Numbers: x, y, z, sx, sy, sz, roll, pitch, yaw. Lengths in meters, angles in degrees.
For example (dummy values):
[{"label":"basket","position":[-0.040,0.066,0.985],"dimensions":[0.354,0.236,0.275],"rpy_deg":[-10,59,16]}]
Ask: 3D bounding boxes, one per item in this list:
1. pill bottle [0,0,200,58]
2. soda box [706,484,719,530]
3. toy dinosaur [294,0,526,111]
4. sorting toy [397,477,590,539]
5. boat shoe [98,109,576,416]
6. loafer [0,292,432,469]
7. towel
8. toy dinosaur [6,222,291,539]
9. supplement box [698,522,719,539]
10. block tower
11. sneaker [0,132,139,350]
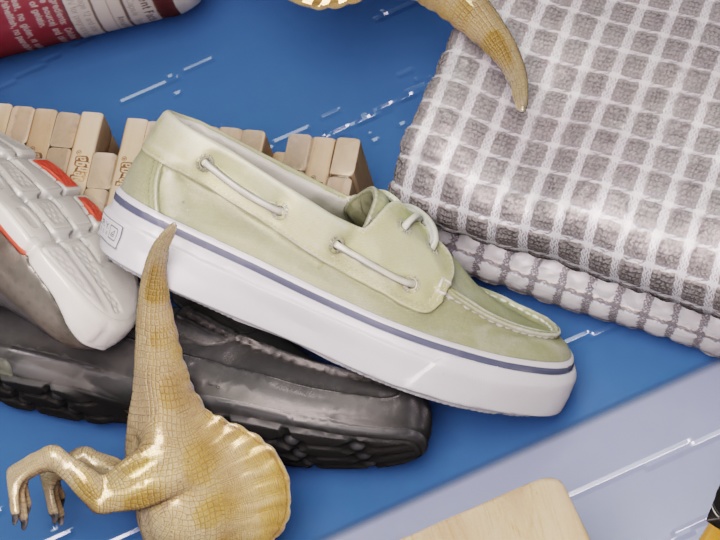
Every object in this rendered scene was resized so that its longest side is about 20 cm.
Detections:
[{"label":"pill bottle","position":[-0.131,-0.158,0.976],"dimensions":[0.199,0.114,0.115],"rpy_deg":[-14,63,1]},{"label":"soda box","position":[0.222,0.102,0.767],"dimensions":[0.199,0.071,0.064],"rpy_deg":[32,70,-15]},{"label":"toy dinosaur","position":[0.008,-0.145,0.895],"dimensions":[0.199,0.058,0.101],"rpy_deg":[34,92,13]},{"label":"sorting toy","position":[0.021,0.207,0.782],"dimensions":[0.198,0.070,0.201],"rpy_deg":[-23,63,-4]},{"label":"boat shoe","position":[0.000,0.000,0.860],"dimensions":[0.199,0.072,0.062],"rpy_deg":[20,103,-17]},{"label":"loafer","position":[-0.065,0.032,0.898],"dimensions":[0.199,0.068,0.071],"rpy_deg":[11,72,16]},{"label":"towel","position":[0.117,-0.080,0.917],"dimensions":[0.165,0.086,0.201],"rpy_deg":[17,67,15]},{"label":"toy dinosaur","position":[-0.078,0.078,0.856],"dimensions":[0.100,0.058,0.201],"rpy_deg":[-12,105,9]},{"label":"supplement box","position":[0.183,0.076,0.841],"dimensions":[0.066,0.069,0.201],"rpy_deg":[29,73,19]},{"label":"block tower","position":[-0.097,-0.030,0.941],"dimensions":[0.198,0.058,0.054],"rpy_deg":[5,64,12]},{"label":"sneaker","position":[-0.170,-0.020,0.891],"dimensions":[0.200,0.077,0.082],"rpy_deg":[40,103,23]}]
